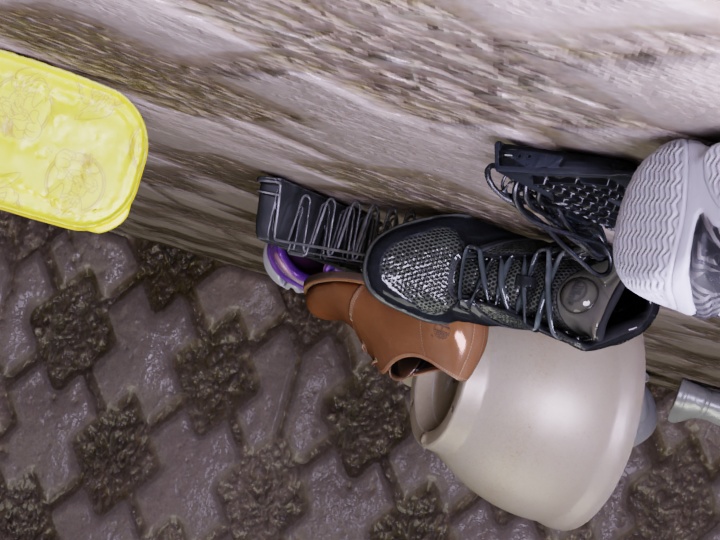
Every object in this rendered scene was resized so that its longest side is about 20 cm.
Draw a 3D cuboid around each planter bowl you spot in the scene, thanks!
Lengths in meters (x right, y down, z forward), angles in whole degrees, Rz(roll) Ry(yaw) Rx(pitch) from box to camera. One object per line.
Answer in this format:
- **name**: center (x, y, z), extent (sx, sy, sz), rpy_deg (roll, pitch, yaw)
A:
- **planter bowl**: center (0.120, 0.096, 1.227), extent (0.133, 0.203, 0.200), rpy_deg (13, 178, -17)

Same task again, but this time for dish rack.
- **dish rack**: center (0.029, -0.017, 1.155), extent (0.198, 0.055, 0.153), rpy_deg (12, 176, 34)

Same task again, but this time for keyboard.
- **keyboard**: center (0.134, -0.016, 0.752), extent (0.103, 0.040, 0.199), rpy_deg (12, 174, 41)

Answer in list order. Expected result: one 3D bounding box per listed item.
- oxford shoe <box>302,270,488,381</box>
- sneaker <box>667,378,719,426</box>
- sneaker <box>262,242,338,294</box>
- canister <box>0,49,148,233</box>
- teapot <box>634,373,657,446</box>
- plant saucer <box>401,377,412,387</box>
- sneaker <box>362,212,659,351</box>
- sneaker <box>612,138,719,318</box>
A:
- **oxford shoe**: center (0.016, 0.041, 1.123), extent (0.071, 0.072, 0.199), rpy_deg (15, 177, -35)
- **sneaker**: center (0.578, 0.233, 2.559), extent (0.114, 0.075, 0.200), rpy_deg (18, 176, 11)
- **sneaker**: center (0.000, 0.000, 1.416), extent (0.198, 0.081, 0.089), rpy_deg (17, 169, 7)
- **canister**: center (-0.213, -0.080, 0.970), extent (0.147, 0.088, 0.200), rpy_deg (17, 178, -11)
- **teapot**: center (0.418, 0.228, 2.694), extent (0.198, 0.148, 0.198), rpy_deg (-18, -167, 11)
- **plant saucer**: center (0.108, 0.065, 1.396), extent (0.198, 0.051, 0.201), rpy_deg (-9, 161, -3)
- **sneaker**: center (0.102, 0.005, 0.991), extent (0.197, 0.077, 0.114), rpy_deg (13, 175, -4)
- **sneaker**: center (0.178, 0.001, 0.528), extent (0.114, 0.076, 0.200), rpy_deg (16, -178, -19)
